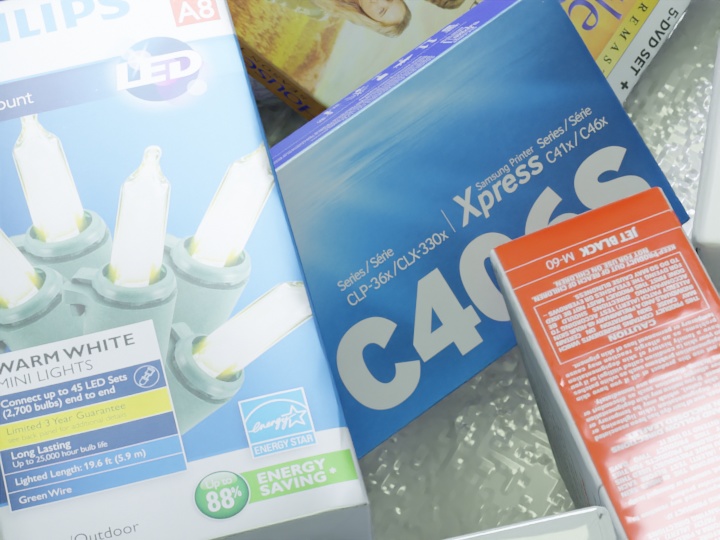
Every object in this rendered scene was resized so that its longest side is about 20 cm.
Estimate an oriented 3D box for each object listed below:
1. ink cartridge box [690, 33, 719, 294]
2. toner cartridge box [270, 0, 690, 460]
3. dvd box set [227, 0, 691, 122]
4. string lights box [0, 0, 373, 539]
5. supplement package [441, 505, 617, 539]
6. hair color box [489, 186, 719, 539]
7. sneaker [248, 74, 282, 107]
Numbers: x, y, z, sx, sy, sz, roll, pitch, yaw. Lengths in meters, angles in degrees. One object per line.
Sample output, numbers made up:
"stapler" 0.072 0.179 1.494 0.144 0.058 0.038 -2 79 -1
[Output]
"ink cartridge box" 0.194 -0.079 0.994 0.145 0.085 0.201 8 72 9
"toner cartridge box" 0.000 0.000 0.960 0.200 0.043 0.095 -36 101 -11
"dvd box set" 0.012 -0.118 1.007 0.200 0.029 0.147 39 76 -12
"string lights box" -0.068 0.010 0.871 0.102 0.059 0.200 -13 57 -6
"supplement package" 0.017 0.179 0.850 0.151 0.200 0.151 -12 69 1
"hair color box" 0.106 0.082 0.888 0.064 0.111 0.200 -20 43 0
"sneaker" -0.066 -0.079 1.024 0.099 0.075 0.200 33 76 17
